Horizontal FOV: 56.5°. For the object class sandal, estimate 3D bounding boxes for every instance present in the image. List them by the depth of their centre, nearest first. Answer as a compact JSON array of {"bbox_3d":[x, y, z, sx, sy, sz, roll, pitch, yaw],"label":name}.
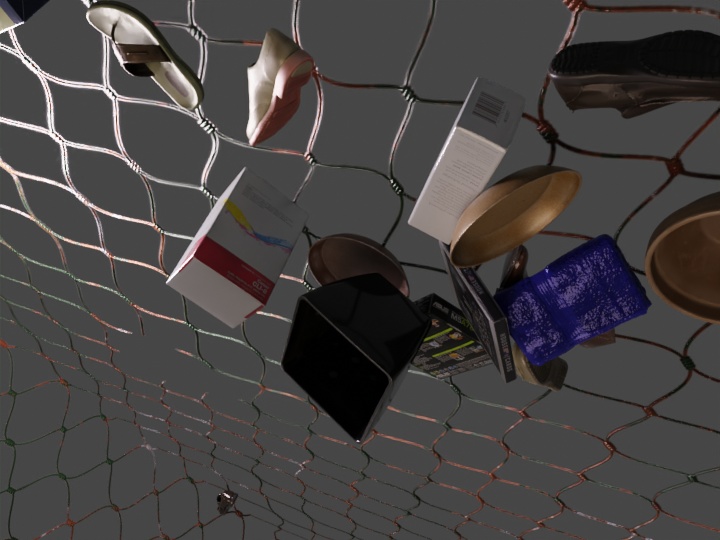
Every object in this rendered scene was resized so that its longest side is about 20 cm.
[{"bbox_3d":[-0.315,-0.311,0.984,0.201,0.058,0.079,43,142,-23],"label":"sandal"}]

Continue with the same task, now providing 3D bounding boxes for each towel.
[{"bbox_3d":[0.306,0.051,0.973,0.198,0.050,0.148,-33,115,21],"label":"towel"}]

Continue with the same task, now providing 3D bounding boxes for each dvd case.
[{"bbox_3d":[0.180,0.055,1.035,0.024,0.202,0.152,-23,134,-1],"label":"dvd case"}]

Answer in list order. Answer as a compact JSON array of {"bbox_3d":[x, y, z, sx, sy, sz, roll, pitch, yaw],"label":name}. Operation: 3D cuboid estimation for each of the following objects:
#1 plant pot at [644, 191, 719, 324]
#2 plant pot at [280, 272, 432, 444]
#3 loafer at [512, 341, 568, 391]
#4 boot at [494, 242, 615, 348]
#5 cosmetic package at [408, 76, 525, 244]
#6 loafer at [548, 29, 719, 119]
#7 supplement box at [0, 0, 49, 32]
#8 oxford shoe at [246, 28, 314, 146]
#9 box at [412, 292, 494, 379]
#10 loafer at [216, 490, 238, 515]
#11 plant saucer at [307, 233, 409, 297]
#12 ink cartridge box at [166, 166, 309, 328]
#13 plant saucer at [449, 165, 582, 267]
[{"bbox_3d":[0.451,-0.031,0.805,0.197,0.094,0.203,17,144,12],"label":"plant pot"},{"bbox_3d":[0.007,0.125,1.127,0.199,0.176,0.201,40,139,19],"label":"plant pot"},{"bbox_3d":[0.294,0.158,1.142,0.067,0.077,0.200,12,163,37],"label":"loafer"},{"bbox_3d":[0.309,0.044,1.030,0.196,0.065,0.188,17,147,11],"label":"boot"},{"bbox_3d":[0.134,-0.136,0.873,0.073,0.103,0.201,26,147,3],"label":"cosmetic package"},{"bbox_3d":[0.302,-0.202,0.710,0.197,0.074,0.072,13,150,34],"label":"loafer"},{"bbox_3d":[-0.533,-0.434,0.900,0.196,0.136,0.201,-1,137,34],"label":"supplement box"},{"bbox_3d":[-0.126,-0.253,0.941,0.074,0.071,0.200,48,142,4],"label":"oxford shoe"},{"bbox_3d":[0.140,0.129,1.240,0.191,0.048,0.199,32,146,-21],"label":"box"},{"bbox_3d":[-0.566,0.957,2.797,0.071,0.073,0.201,33,137,-2],"label":"loafer"},{"bbox_3d":[0.000,0.000,1.201,0.196,0.035,0.202,19,146,13],"label":"plant saucer"},{"bbox_3d":[-0.206,-0.038,1.143,0.144,0.203,0.145,35,146,-17],"label":"ink cartridge box"},{"bbox_3d":[0.195,-0.077,0.878,0.036,0.197,0.201,61,152,21],"label":"plant saucer"}]
